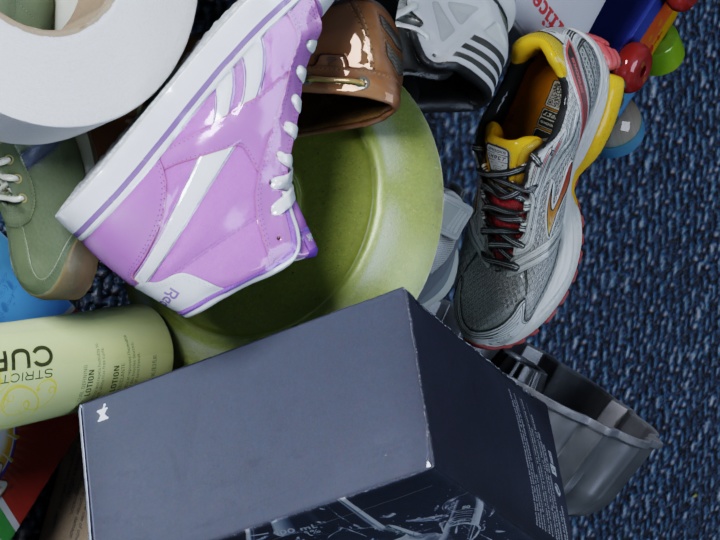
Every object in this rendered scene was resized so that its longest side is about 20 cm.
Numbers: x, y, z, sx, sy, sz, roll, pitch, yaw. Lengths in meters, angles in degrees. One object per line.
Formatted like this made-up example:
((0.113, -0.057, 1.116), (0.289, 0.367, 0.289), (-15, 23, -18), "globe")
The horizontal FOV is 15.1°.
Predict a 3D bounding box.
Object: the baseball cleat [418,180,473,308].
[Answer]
((0.000, 0.000, 1.560), (0.200, 0.069, 0.107), (-42, 153, -54), "baseball cleat")

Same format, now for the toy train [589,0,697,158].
((0.196, -0.179, 1.831), (0.200, 0.084, 0.116), (-56, 150, -20), "toy train")

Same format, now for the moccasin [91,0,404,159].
((-0.071, -0.082, 1.442), (0.074, 0.200, 0.078), (55, 28, -59), "moccasin")

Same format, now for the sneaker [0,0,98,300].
((-0.187, -0.084, 1.379), (0.090, 0.067, 0.201), (-2, 90, -41), "sneaker")

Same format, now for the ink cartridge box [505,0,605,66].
((0.110, -0.242, 1.686), (0.201, 0.084, 0.145), (-61, 141, -13), "ink cartridge box")

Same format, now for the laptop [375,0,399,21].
((-0.045, -0.246, 1.450), (0.199, 0.116, 0.188), (16, 61, -13), "laptop")

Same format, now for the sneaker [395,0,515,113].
((0.013, -0.165, 1.529), (0.200, 0.076, 0.116), (38, 33, -25), "sneaker")

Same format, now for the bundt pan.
((0.086, 0.089, 1.710), (0.202, 0.202, 0.076), (19, 102, -53), "bundt pan")

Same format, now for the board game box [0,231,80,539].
((-0.225, 0.086, 1.434), (0.201, 0.040, 0.153), (-59, 141, -16), "board game box")

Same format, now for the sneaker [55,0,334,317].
((-0.049, -0.067, 1.371), (0.114, 0.073, 0.201), (40, 84, -7), "sneaker")

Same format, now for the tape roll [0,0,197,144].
((-0.168, -0.163, 1.336), (0.202, 0.037, 0.204), (14, 69, -38), "tape roll")

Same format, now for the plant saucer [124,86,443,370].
((-0.051, -0.031, 1.472), (0.031, 0.199, 0.201), (29, 81, -60), "plant saucer")

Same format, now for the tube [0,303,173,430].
((-0.184, 0.056, 1.402), (0.199, 0.052, 0.058), (-9, 78, -45), "tube")

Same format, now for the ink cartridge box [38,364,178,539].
((-0.088, 0.128, 1.598), (0.200, 0.075, 0.166), (11, 95, -53), "ink cartridge box")

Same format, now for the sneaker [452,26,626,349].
((0.091, -0.052, 1.631), (0.082, 0.078, 0.201), (13, 92, -57), "sneaker")

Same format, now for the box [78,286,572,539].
((-0.017, 0.116, 1.435), (0.182, 0.199, 0.105), (39, 36, -53), "box")
